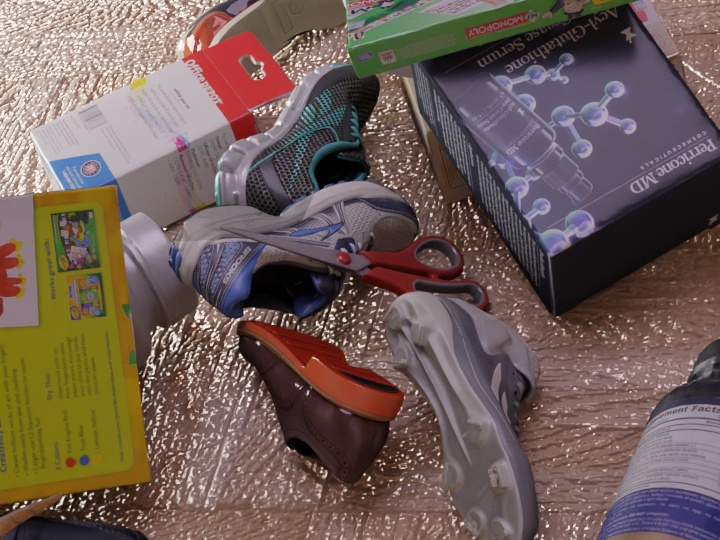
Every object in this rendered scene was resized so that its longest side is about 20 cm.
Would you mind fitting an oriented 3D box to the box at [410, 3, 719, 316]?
[{"bbox_3d":[0.145,-0.098,1.498,0.148,0.107,0.201,-29,66,-6],"label":"box"}]

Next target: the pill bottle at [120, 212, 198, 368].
[{"bbox_3d":[-0.220,0.044,1.531,0.199,0.111,0.111,-33,42,-17],"label":"pill bottle"}]

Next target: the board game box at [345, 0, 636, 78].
[{"bbox_3d":[0.086,-0.210,1.488,0.199,0.029,0.135,-14,43,11],"label":"board game box"}]

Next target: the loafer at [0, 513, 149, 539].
[{"bbox_3d":[-0.233,0.190,1.399,0.199,0.071,0.068,-6,42,14],"label":"loafer"}]

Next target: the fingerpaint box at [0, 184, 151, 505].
[{"bbox_3d":[-0.237,0.053,1.427,0.166,0.201,0.073,-8,-1,-19],"label":"fingerpaint box"}]

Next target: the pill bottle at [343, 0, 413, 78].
[{"bbox_3d":[0.039,-0.243,1.650,0.113,0.114,0.201,-12,37,7],"label":"pill bottle"}]

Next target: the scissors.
[{"bbox_3d":[0.000,0.000,1.483,0.199,0.014,0.073,5,50,-32],"label":"scissors"}]

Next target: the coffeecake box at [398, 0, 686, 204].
[{"bbox_3d":[0.136,-0.149,1.651,0.199,0.073,0.154,-18,39,0],"label":"coffeecake box"}]

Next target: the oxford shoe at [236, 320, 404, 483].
[{"bbox_3d":[-0.042,0.084,1.452,0.071,0.073,0.200,16,7,-26],"label":"oxford shoe"}]

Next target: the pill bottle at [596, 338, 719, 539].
[{"bbox_3d":[0.209,0.136,1.264,0.111,0.112,0.200,7,45,27],"label":"pill bottle"}]

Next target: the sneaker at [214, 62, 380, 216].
[{"bbox_3d":[-0.025,-0.090,1.635,0.091,0.078,0.200,13,42,27],"label":"sneaker"}]

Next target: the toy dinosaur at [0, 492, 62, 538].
[{"bbox_3d":[-0.272,0.216,1.360,0.106,0.060,0.201,22,82,8],"label":"toy dinosaur"}]

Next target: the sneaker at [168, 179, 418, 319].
[{"bbox_3d":[-0.035,-0.003,1.529,0.199,0.077,0.085,-14,48,-32],"label":"sneaker"}]

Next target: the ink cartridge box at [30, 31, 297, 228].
[{"bbox_3d":[-0.149,-0.103,1.707,0.199,0.068,0.116,-26,40,-9],"label":"ink cartridge box"}]

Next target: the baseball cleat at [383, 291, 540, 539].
[{"bbox_3d":[0.089,0.093,1.393,0.106,0.070,0.201,1,53,-37],"label":"baseball cleat"}]

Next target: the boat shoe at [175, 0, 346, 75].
[{"bbox_3d":[-0.067,-0.226,1.821,0.200,0.071,0.062,-38,34,-25],"label":"boat shoe"}]
